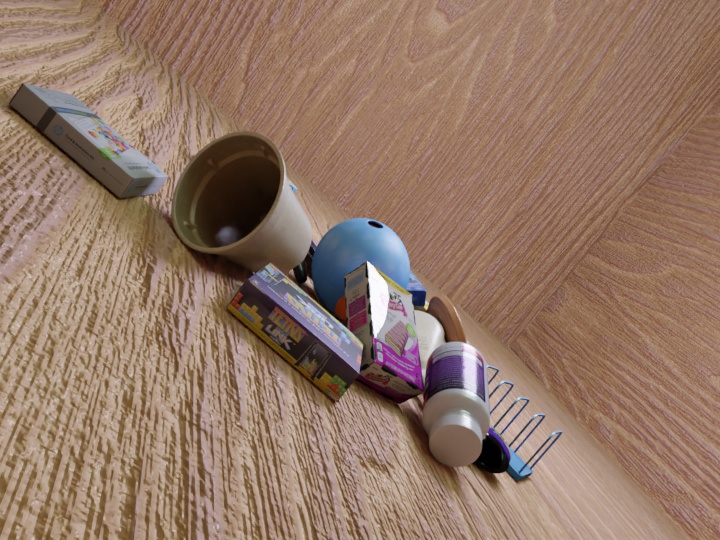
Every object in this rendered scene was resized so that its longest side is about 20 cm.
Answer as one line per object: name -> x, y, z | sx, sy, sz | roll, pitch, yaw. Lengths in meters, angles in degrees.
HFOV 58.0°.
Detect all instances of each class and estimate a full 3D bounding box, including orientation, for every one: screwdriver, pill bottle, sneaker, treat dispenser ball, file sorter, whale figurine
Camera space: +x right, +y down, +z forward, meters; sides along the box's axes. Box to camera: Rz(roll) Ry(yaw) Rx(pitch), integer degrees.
screwdriver -> -0.141, -0.067, 1.321 | 0.028, 0.028, 0.205 | 78, -3, -68
pill bottle -> 0.157, 0.218, 1.067 | 0.111, 0.112, 0.201 | 38, 27, -11
sneaker -> 0.190, 0.281, 1.155 | 0.199, 0.070, 0.099 | 42, 10, 12
treat dispenser ball -> 0.000, 0.000, 1.282 | 0.200, 0.202, 0.201 | 39, 8, -6
file sorter -> 0.305, 0.312, 1.355 | 0.200, 0.123, 0.138 | 44, 8, 27
whale figurine -> 0.108, 0.174, 1.300 | 0.154, 0.106, 0.203 | 5, 40, -11

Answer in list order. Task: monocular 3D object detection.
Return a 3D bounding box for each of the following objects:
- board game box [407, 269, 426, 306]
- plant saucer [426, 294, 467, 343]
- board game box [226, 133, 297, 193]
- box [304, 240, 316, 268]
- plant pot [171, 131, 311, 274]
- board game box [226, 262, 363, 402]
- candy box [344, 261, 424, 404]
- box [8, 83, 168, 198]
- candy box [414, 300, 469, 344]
board game box -> 0.033, 0.028, 1.509 | 0.194, 0.045, 0.199 | 2, 17, -12
plant saucer -> 0.180, 0.156, 1.395 | 0.200, 0.031, 0.207 | 168, -89, -77
board game box -> -0.266, -0.226, 1.591 | 0.103, 0.106, 0.199 | 45, 8, 37
box -> -0.129, -0.067, 1.453 | 0.202, 0.036, 0.143 | 55, 2, -25
plant pot -> -0.170, -0.085, 1.047 | 0.200, 0.200, 0.184 | 44, -2, 32
board game box -> -0.087, 0.082, 0.944 | 0.199, 0.057, 0.165 | 41, 6, -4
candy box -> 0.039, 0.105, 1.109 | 0.135, 0.060, 0.204 | 34, 37, -38
box -> -0.399, -0.191, 0.976 | 0.199, 0.041, 0.156 | 42, 8, -4
candy box -> 0.176, 0.114, 1.579 | 0.200, 0.027, 0.102 | 46, 8, 28
